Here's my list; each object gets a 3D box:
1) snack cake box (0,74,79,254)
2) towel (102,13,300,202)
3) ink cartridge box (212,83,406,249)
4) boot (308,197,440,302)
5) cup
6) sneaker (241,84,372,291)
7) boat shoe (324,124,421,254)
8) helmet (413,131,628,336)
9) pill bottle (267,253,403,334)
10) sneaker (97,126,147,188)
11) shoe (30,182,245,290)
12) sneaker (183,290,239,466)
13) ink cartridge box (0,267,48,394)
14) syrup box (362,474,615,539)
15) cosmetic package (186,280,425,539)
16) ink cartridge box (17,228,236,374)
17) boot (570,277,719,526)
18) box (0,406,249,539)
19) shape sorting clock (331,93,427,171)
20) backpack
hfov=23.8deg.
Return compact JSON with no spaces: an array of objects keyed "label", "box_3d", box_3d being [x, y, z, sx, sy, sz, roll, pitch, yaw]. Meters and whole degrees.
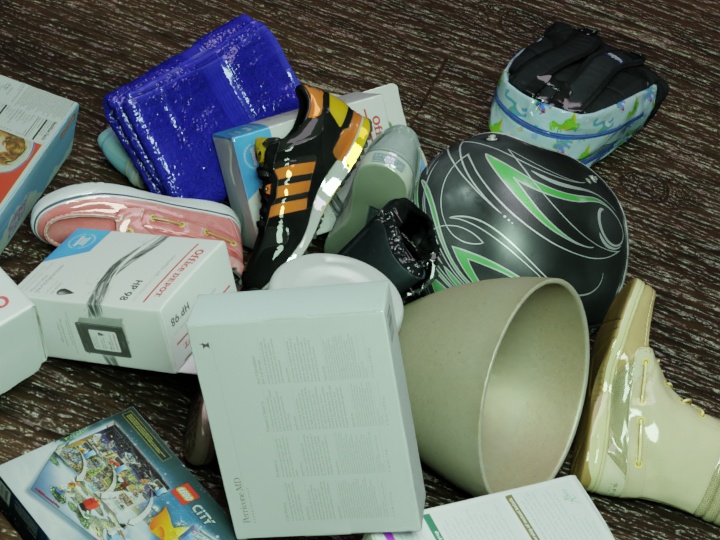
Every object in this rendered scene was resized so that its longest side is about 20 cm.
[{"label":"snack cake box","box_3d":[-0.358,-0.100,1.615,0.114,0.067,0.200,21,41,2]},{"label":"towel","box_3d":[-0.140,-0.152,1.674,0.200,0.049,0.148,-36,98,-33]},{"label":"ink cartridge box","box_3d":[-0.029,-0.103,1.654,0.199,0.117,0.068,-19,14,-19]},{"label":"boot","box_3d":[0.000,0.000,1.520,0.076,0.168,0.200,42,21,-14]},{"label":"cup","box_3d":[0.092,0.094,1.479,0.143,0.201,0.200,12,34,32]},{"label":"sneaker","box_3d":[-0.072,-0.077,1.569,0.090,0.070,0.201,34,77,-16]},{"label":"boat shoe","box_3d":[0.019,-0.060,1.581,0.070,0.201,0.072,26,56,4]},{"label":"helmet","box_3d":[0.136,-0.027,1.605,0.190,0.200,0.201,16,38,-26]},{"label":"pill bottle","box_3d":[-0.038,0.095,1.398,0.111,0.201,0.112,10,36,-7]},{"label":"sneaker","box_3d":[-0.184,-0.160,1.735,0.082,0.074,0.200,38,45,17]},{"label":"shoe","box_3d":[-0.202,-0.023,1.577,0.199,0.072,0.091,5,38,-19]},{"label":"sneaker","box_3d":[-0.101,0.093,1.484,0.075,0.071,0.201,17,42,-8]},{"label":"ink cartridge box","box_3d":[-0.379,0.028,1.432,0.145,0.084,0.200,-33,60,-26]},{"label":"syrup box","box_3d":[0.098,0.236,1.382,0.199,0.079,0.082,-8,47,-26]},{"label":"cosmetic package","box_3d":[-0.038,0.109,1.301,0.150,0.201,0.052,-5,28,9]},{"label":"ink cartridge box","box_3d":[-0.186,0.025,1.475,0.199,0.067,0.116,5,34,26]},{"label":"boot","box_3d":[0.282,0.118,1.536,0.155,0.073,0.201,16,71,-3]},{"label":"box","box_3d":[-0.182,0.208,1.352,0.136,0.038,0.200,-22,53,-37]},{"label":"shape sorting clock","box_3d":[-0.024,-0.118,1.768,0.199,0.039,0.201,9,41,-8]},{"label":"backpack","box_3d":[0.221,-0.179,1.855,0.163,0.154,0.200,31,21,14]}]
